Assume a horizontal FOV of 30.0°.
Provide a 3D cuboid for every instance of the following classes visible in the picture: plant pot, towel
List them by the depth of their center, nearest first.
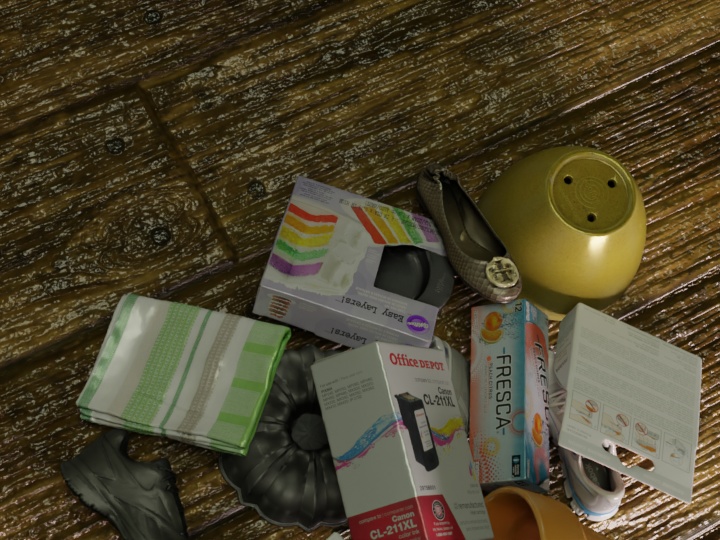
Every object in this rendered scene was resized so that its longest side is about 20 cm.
[{"bbox_3d":[0.205,0.334,1.337,0.183,0.200,0.200,18,68,-20],"label":"plant pot"},{"bbox_3d":[-0.186,0.103,1.396,0.200,0.031,0.149,10,67,21],"label":"towel"},{"bbox_3d":[0.237,-0.059,1.497,0.200,0.142,0.200,3,71,-7],"label":"plant pot"}]

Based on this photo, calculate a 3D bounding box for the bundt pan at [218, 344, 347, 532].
[{"bbox_3d":[-0.053,0.168,1.409,0.202,0.076,0.202,2,70,-7],"label":"bundt pan"}]

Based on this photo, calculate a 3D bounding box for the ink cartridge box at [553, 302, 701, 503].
[{"bbox_3d":[0.282,0.146,1.437,0.160,0.047,0.200,25,48,-8],"label":"ink cartridge box"}]

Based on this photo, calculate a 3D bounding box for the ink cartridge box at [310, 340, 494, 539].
[{"bbox_3d":[0.041,0.176,1.305,0.083,0.146,0.200,-22,73,26],"label":"ink cartridge box"}]

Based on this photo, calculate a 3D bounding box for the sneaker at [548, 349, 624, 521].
[{"bbox_3d":[0.235,0.167,1.447,0.075,0.087,0.200,-23,74,-13],"label":"sneaker"}]

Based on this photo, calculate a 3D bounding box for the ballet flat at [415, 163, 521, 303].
[{"bbox_3d":[0.119,-0.046,1.472,0.067,0.046,0.200,-7,49,-27],"label":"ballet flat"}]

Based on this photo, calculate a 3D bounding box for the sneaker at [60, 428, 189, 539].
[{"bbox_3d":[-0.210,0.241,1.356,0.200,0.076,0.091,44,77,7],"label":"sneaker"}]

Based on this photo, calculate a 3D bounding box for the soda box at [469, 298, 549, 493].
[{"bbox_3d":[0.159,0.135,1.431,0.068,0.064,0.200,-10,66,30],"label":"soda box"}]

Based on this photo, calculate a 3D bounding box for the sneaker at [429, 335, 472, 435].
[{"bbox_3d":[0.095,0.170,1.426,0.082,0.075,0.200,21,63,-35],"label":"sneaker"}]

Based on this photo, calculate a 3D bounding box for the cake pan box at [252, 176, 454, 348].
[{"bbox_3d":[0.000,0.000,1.455,0.200,0.052,0.184,19,47,-2],"label":"cake pan box"}]

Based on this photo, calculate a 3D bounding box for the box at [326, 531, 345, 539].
[{"bbox_3d":[0.007,0.367,1.278,0.200,0.124,0.097,44,64,14],"label":"box"}]
